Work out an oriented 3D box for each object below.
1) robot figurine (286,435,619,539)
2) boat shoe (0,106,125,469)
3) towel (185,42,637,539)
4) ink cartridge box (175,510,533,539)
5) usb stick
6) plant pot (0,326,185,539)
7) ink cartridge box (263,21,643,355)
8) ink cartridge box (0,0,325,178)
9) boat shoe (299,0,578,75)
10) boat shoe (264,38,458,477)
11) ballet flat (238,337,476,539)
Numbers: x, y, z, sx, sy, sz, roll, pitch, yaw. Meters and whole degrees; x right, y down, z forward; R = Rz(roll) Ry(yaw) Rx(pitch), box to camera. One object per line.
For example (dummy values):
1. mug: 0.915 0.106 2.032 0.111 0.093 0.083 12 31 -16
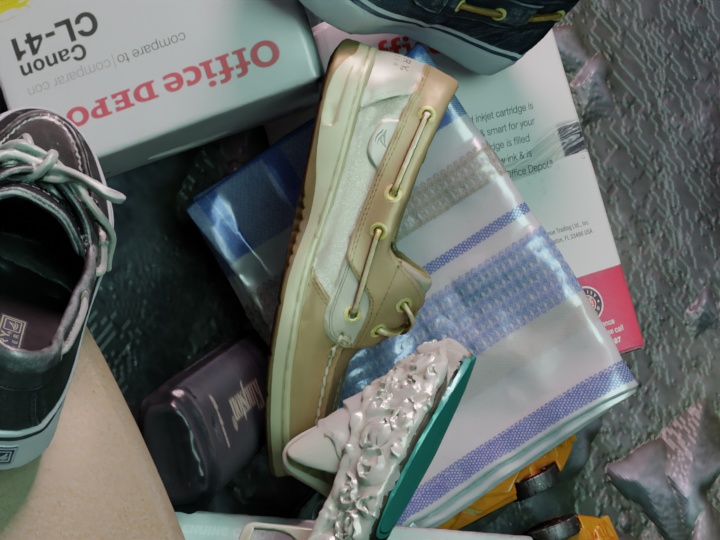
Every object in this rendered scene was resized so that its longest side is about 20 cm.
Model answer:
1. robot figurine: 0.043 0.146 0.978 0.199 0.058 0.146 -23 91 -33
2. boat shoe: -0.130 -0.015 0.753 0.073 0.068 0.200 19 35 -9
3. towel: 0.023 0.014 0.919 0.146 0.024 0.201 -32 85 6
4. ink cartridge box: -0.014 0.205 0.878 0.198 0.044 0.175 7 66 -17
5. usb stick: -0.063 0.064 0.870 0.032 0.200 0.056 -11 94 8
6. plant pot: -0.186 0.118 0.779 0.198 0.200 0.179 3 67 -30
7. ink cartridge box: 0.045 -0.033 1.002 0.144 0.084 0.202 -15 88 -32
8. ink cartridge box: -0.112 -0.156 0.900 0.146 0.086 0.202 -19 88 2
9. boat shoe: 0.039 -0.153 0.885 0.199 0.091 0.071 10 52 -52
10. boat shoe: 0.000 0.000 0.873 0.066 0.074 0.202 11 98 2
11. ballet flat: -0.016 0.112 0.834 0.071 0.072 0.201 29 80 -22
